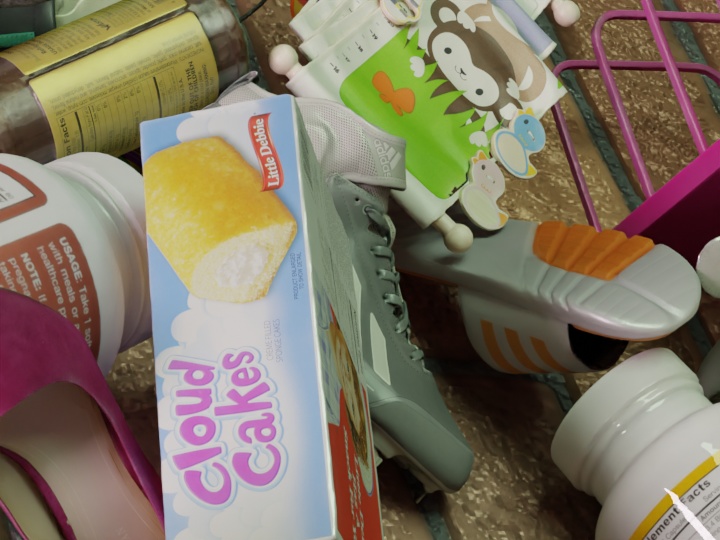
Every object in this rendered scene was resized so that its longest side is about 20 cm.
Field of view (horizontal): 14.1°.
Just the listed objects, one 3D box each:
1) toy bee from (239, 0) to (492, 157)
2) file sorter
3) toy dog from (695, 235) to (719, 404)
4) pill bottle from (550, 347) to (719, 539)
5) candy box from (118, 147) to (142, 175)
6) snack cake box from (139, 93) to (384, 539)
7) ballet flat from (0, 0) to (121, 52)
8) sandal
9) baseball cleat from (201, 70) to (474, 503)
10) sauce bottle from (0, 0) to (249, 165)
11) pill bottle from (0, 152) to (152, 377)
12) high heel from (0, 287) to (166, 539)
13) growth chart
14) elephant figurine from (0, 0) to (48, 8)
[{"bbox_3d":[0.005,-0.127,1.446,0.199,0.109,0.131,4,45,-29],"label":"toy bee"},{"bbox_3d":[0.203,-0.098,1.437,0.138,0.200,0.126,-2,64,-34],"label":"file sorter"},{"bbox_3d":[0.187,0.012,1.357,0.096,0.201,0.132,17,3,18],"label":"toy dog"},{"bbox_3d":[0.172,0.128,1.255,0.104,0.105,0.200,-15,54,-43],"label":"pill bottle"},{"bbox_3d":[-0.145,-0.038,1.312,0.199,0.026,0.103,21,41,-10],"label":"candy box"},{"bbox_3d":[-0.037,0.047,1.147,0.067,0.115,0.201,-10,58,6],"label":"snack cake box"},{"bbox_3d":[-0.113,-0.139,1.374,0.073,0.073,0.200,36,38,10],"label":"ballet flat"},{"bbox_3d":[0.072,0.013,1.343,0.206,0.060,0.079,17,30,42],"label":"sandal"},{"bbox_3d":[0.000,0.000,1.270,0.200,0.106,0.070,48,-1,0],"label":"baseball cleat"},{"bbox_3d":[-0.143,-0.067,1.263,0.199,0.065,0.065,-25,60,-29],"label":"sauce bottle"},{"bbox_3d":[-0.167,0.019,1.158,0.112,0.112,0.200,43,39,19],"label":"pill bottle"},{"bbox_3d":[-0.108,0.084,1.082,0.067,0.200,0.096,-30,54,-6],"label":"high heel"},{"bbox_3d":[0.036,-0.104,1.373,0.145,0.018,0.200,39,45,-9],"label":"growth chart"},{"bbox_3d":[-0.248,-0.095,1.216,0.155,0.142,0.200,37,35,15],"label":"elephant figurine"}]
